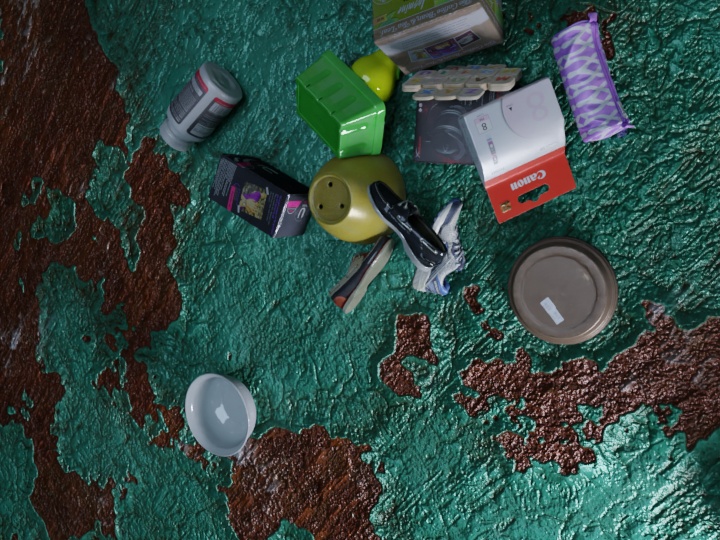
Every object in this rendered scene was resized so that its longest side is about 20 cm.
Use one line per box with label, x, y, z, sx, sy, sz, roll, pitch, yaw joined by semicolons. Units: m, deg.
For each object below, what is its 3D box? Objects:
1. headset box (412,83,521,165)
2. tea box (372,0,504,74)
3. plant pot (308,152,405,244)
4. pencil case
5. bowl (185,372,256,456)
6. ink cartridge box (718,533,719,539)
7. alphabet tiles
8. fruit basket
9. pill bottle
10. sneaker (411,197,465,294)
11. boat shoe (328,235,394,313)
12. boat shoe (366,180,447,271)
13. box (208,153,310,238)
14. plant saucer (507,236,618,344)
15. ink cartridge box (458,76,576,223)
headset box;0.205;-0.270;1.178;0.198;0.077;0.151;10;102;29
tea box;0.134;-0.487;1.124;0.198;0.133;0.199;-10;75;29
plant pot;-0.026;-0.146;1.284;0.198;0.142;0.203;5;100;27
pencil case;0.386;-0.314;1.066;0.085;0.083;0.202;-22;87;63
bowl;-0.323;0.337;1.548;0.199;0.090;0.204;5;100;27
ink cartridge box;0.701;0.444;1.008;0.145;0.087;0.200;47;114;15
alphabet tiles;0.177;-0.336;1.120;0.198;0.196;0.015;7;124;27
fruit basket;-0.005;-0.345;1.262;0.215;0.215;0.156;36;149;19
pill bottle;-0.371;-0.367;1.457;0.199;0.110;0.111;-38;79;27
sneaker;0.171;-0.043;1.242;0.084;0.077;0.202;23;115;13
boat shoe;0.000;0.000;1.337;0.063;0.071;0.201;44;119;19
boat shoe;0.090;-0.095;1.192;0.201;0.075;0.060;52;128;4
box;-0.213;-0.165;1.394;0.199;0.122;0.107;32;110;20
plant saucer;0.365;0.039;1.165;0.198;0.029;0.203;5;101;27
ink cartridge box;0.279;-0.205;1.099;0.161;0.057;0.202;-24;97;-1
